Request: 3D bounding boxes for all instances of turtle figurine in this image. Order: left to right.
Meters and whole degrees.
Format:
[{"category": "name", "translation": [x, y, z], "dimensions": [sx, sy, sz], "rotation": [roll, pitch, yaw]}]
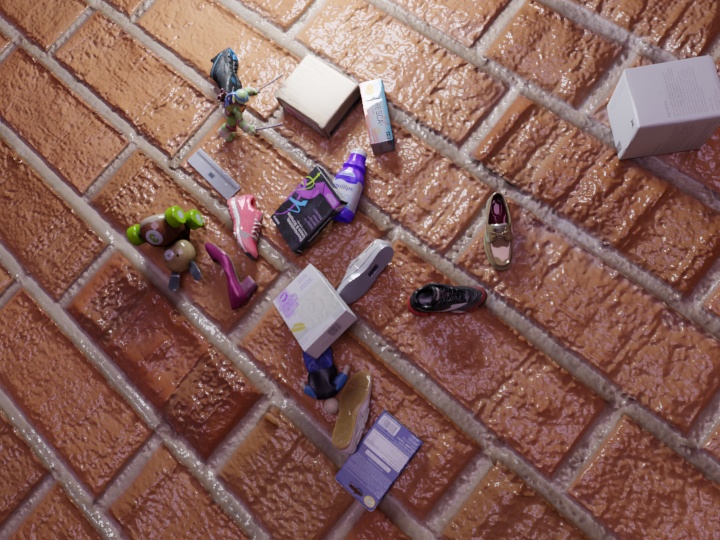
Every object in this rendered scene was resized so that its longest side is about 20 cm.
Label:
[{"category": "turtle figurine", "translation": [-0.321, -0.447, 1.575], "dimensions": [0.199, 0.194, 0.145], "rotation": [-22, 93, -35]}]

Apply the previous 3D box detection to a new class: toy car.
[{"category": "toy car", "translation": [-0.512, -0.050, 1.504], "dimensions": [0.164, 0.158, 0.201], "rotation": [-21, 83, 17]}]

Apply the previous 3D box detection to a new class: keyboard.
[{"category": "keyboard", "translation": [-0.434, -0.286, 1.620], "dimensions": [0.200, 0.011, 0.056], "rotation": [43, 91, 19]}]

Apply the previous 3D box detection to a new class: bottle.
[{"category": "bottle", "translation": [-0.032, -0.233, 1.495], "dimensions": [0.083, 0.065, 0.201], "rotation": [15, 78, 20]}]

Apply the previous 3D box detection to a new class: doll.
[{"category": "doll", "translation": [-0.090, 0.258, 1.377], "dimensions": [0.136, 0.048, 0.201], "rotation": [-17, 72, 7]}]

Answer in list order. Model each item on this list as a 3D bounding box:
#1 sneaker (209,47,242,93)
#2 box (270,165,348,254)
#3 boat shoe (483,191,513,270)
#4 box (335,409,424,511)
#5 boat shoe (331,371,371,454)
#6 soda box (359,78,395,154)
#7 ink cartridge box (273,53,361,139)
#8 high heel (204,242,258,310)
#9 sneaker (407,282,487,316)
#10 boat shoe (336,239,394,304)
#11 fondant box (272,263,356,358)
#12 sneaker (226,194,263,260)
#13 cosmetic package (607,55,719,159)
[{"category": "sneaker", "translation": [-0.413, -0.581, 1.674], "dimensions": [0.082, 0.073, 0.201], "rotation": [-17, 64, 18]}, {"category": "box", "translation": [-0.141, -0.161, 1.471], "dimensions": [0.200, 0.036, 0.143], "rotation": [-46, 61, 18]}, {"category": "boat shoe", "translation": [0.346, -0.103, 1.385], "dimensions": [0.074, 0.066, 0.201], "rotation": [-6, 73, 9]}, {"category": "box", "translation": [0.043, 0.451, 1.305], "dimensions": [0.121, 0.032, 0.200], "rotation": [36, 82, 18]}, {"category": "boat shoe", "translation": [-0.013, 0.345, 1.331], "dimensions": [0.071, 0.069, 0.201], "rotation": [0, 54, 31]}, {"category": "soda box", "translation": [0.048, -0.432, 1.538], "dimensions": [0.068, 0.064, 0.201], "rotation": [-11, 73, 8]}, {"category": "ink cartridge box", "translation": [-0.121, -0.503, 1.585], "dimensions": [0.200, 0.075, 0.165], "rotation": [38, 86, 18]}, {"category": "high heel", "translation": [-0.376, 0.012, 1.489], "dimensions": [0.200, 0.067, 0.096], "rotation": [41, 74, 15]}, {"category": "sneaker", "translation": [0.212, 0.068, 1.347], "dimensions": [0.199, 0.098, 0.071], "rotation": [-6, 71, 8]}, {"category": "boat shoe", "translation": [0.000, 0.000, 1.430], "dimensions": [0.200, 0.071, 0.070], "rotation": [-50, 41, 4]}, {"category": "fondant box", "translation": [-0.119, 0.099, 1.379], "dimensions": [0.144, 0.058, 0.200], "rotation": [-45, 48, 4]}, {"category": "sneaker", "translation": [-0.305, -0.127, 1.515], "dimensions": [0.086, 0.074, 0.201], "rotation": [-21, 71, 3]}, {"category": "cosmetic package", "translation": [0.738, -0.391, 1.339], "dimensions": [0.199, 0.165, 0.166], "rotation": [-6, 73, 8]}]
